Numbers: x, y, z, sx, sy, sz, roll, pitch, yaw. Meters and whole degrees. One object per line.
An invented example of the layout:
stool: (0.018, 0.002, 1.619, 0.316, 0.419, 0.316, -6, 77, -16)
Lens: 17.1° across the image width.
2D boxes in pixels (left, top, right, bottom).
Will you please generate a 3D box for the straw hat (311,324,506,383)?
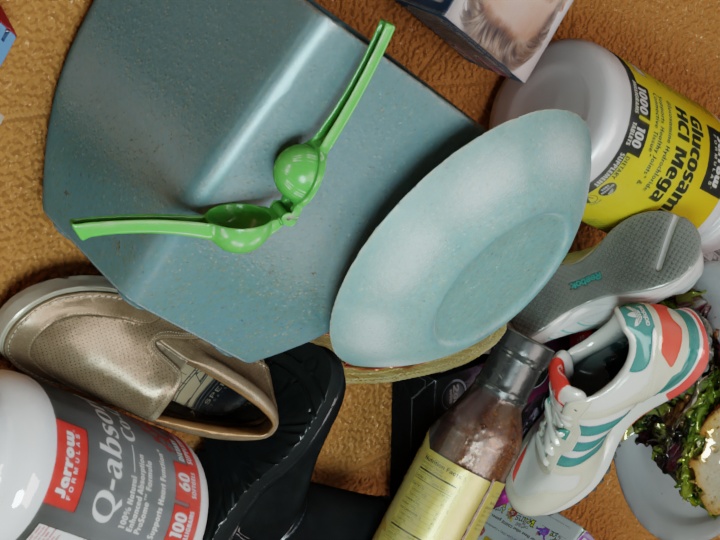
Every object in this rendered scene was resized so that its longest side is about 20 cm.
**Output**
straw hat: (0.000, 0.000, 1.554, 0.201, 0.201, 0.085, 23, 55, -45)

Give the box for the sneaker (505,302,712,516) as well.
sneaker: (0.147, 0.091, 1.645, 0.093, 0.070, 0.200, 16, 128, -40)

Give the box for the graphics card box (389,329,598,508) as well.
graphics card box: (0.110, 0.100, 1.732, 0.200, 0.051, 0.126, -16, 119, -36)

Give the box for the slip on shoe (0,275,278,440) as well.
slip on shoe: (-0.132, 0.061, 1.466, 0.200, 0.061, 0.076, 24, 115, -41)

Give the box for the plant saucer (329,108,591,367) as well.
plant saucer: (0.071, -0.006, 1.400, 0.201, 0.039, 0.201, -33, 154, -19)

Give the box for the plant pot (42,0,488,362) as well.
plant pot: (-0.069, -0.065, 1.401, 0.196, 0.196, 0.200, 31, 97, -45)

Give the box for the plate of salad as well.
plate of salad: (0.226, 0.090, 1.665, 0.048, 0.200, 0.200, 10, 102, -28)

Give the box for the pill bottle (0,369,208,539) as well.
pill bottle: (-0.195, 0.125, 1.420, 0.200, 0.116, 0.116, 27, 90, -46)

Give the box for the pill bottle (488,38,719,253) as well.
pill bottle: (0.190, -0.079, 1.677, 0.200, 0.112, 0.113, 22, 93, -45)

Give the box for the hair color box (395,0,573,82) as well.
hair color box: (0.114, -0.236, 1.574, 0.100, 0.060, 0.200, 33, 86, -45)

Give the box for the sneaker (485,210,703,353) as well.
sneaker: (0.145, 0.020, 1.661, 0.080, 0.200, 0.071, 49, 28, -66)

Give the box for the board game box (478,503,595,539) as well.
board game box: (0.092, 0.271, 1.756, 0.200, 0.105, 0.103, -52, 135, -10)

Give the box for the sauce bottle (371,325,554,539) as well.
sauce bottle: (0.068, 0.134, 1.604, 0.066, 0.066, 0.200, 29, 90, -45)

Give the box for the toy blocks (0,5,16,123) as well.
toy blocks: (-0.257, -0.119, 1.282, 0.200, 0.100, 0.137, 42, 68, -45)

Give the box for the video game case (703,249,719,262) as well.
video game case: (0.282, 0.028, 1.842, 0.200, 0.022, 0.183, 32, 79, -54)

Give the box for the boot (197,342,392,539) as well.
boot: (-0.036, 0.151, 1.597, 0.162, 0.073, 0.198, 26, 101, -46)

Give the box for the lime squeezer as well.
lime squeezer: (-0.054, -0.054, 1.276, 0.200, 0.038, 0.071, -33, 106, -4)
